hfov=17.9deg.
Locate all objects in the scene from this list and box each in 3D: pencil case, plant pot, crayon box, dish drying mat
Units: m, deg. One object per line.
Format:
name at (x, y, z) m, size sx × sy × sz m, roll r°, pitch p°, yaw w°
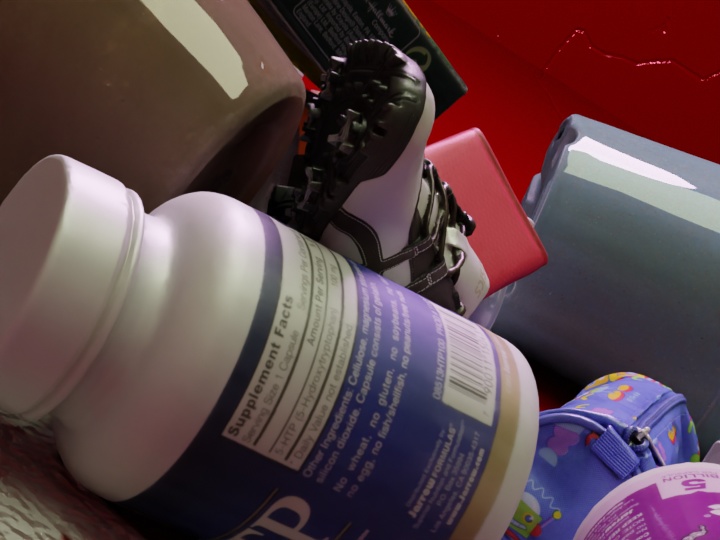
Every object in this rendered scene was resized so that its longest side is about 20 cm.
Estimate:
pencil case at (0.117, 0.095, 1.110) m, size 0.078 × 0.087 × 0.200 m, roll 56°, pitch 14°, yaw 7°
plant pot at (-0.123, -0.085, 0.946) m, size 0.174 × 0.201 × 0.200 m, roll 40°, pitch 13°, yaw 9°
crayon box at (-0.037, -0.145, 1.081) m, size 0.127 × 0.051 × 0.200 m, roll 51°, pitch -2°, yaw -33°
plant pot at (0.189, 0.007, 1.435) m, size 0.195 × 0.201 × 0.200 m, roll 25°, pitch 12°, yaw -1°
dish drying mat at (0.000, 0.000, 1.045) m, size 0.200 × 0.018 × 0.077 m, roll -27°, pitch 87°, yaw -38°

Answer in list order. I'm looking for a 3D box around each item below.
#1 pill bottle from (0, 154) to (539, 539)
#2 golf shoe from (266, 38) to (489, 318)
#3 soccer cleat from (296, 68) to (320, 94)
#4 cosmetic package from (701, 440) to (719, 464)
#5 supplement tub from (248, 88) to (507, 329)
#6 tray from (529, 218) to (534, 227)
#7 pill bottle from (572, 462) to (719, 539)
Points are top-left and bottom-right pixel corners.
pill bottle at (-0.045, 0.041, 0.842) m, size 0.199 × 0.120 × 0.120 m, roll 27°, pitch 13°, yaw -24°
golf shoe at (0.014, -0.023, 0.911) m, size 0.094 × 0.078 × 0.200 m, roll 15°, pitch -26°, yaw -7°
soccer cleat at (-0.052, -0.066, 1.231) m, size 0.067 × 0.077 × 0.200 m, roll 24°, pitch -11°, yaw 36°
cosmetic package at (0.217, 0.175, 1.027) m, size 0.200 × 0.102 × 0.074 m, roll 39°, pitch 13°, yaw 29°
supplement tub at (-0.032, -0.024, 1.120) m, size 0.199 × 0.123 × 0.123 m, roll 23°, pitch 16°, yaw -36°
tray at (-0.006, -0.021, 1.242) m, size 0.199 × 0.107 × 0.022 m, roll 24°, pitch 38°, yaw -36°
pill bottle at (0.142, 0.157, 0.881) m, size 0.112 × 0.113 × 0.200 m, roll 31°, pitch 12°, yaw -10°
